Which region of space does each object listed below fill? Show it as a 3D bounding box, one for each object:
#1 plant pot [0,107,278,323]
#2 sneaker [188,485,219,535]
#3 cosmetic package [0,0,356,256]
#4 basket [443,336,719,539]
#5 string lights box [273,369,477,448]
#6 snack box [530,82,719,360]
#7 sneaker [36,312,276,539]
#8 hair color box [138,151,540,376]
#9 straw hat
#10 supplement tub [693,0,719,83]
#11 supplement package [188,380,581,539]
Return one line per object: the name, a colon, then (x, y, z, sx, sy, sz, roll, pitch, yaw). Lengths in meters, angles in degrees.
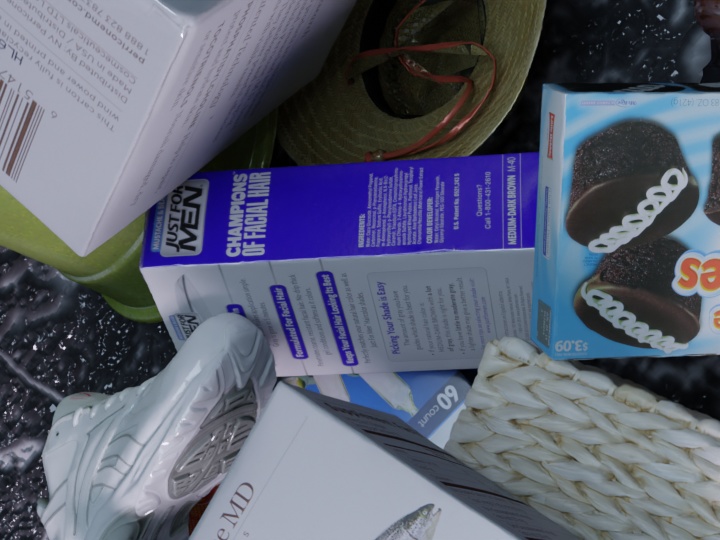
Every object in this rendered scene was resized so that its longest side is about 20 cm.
plant pot: (-0.179, -0.086, 0.983, 0.200, 0.190, 0.201, -21, 62, 49)
sneaker: (-0.095, 0.124, 1.012, 0.200, 0.077, 0.073, -35, 41, 38)
cosmetic package: (-0.106, -0.152, 0.846, 0.167, 0.200, 0.166, 40, 137, 7)
basket: (0.140, 0.144, 0.850, 0.198, 0.200, 0.161, 23, 90, 26)
string lights box: (-0.003, 0.053, 0.997, 0.103, 0.059, 0.200, -47, 68, 12)
snack box: (0.176, -0.023, 0.792, 0.199, 0.037, 0.117, -2, 103, -12)
sneaker: (-0.118, 0.086, 0.919, 0.099, 0.078, 0.200, 48, 121, 25)
hair color box: (0.000, 0.000, 0.905, 0.199, 0.109, 0.065, -4, 56, 7)
straw hat: (0.044, -0.117, 0.973, 0.201, 0.085, 0.202, -17, 62, 36)
supplement tub: (0.229, -0.163, 0.884, 0.107, 0.107, 0.200, 21, 94, 25)
supplement package: (0.037, 0.148, 0.720, 0.200, 0.117, 0.117, 31, 92, 27)
